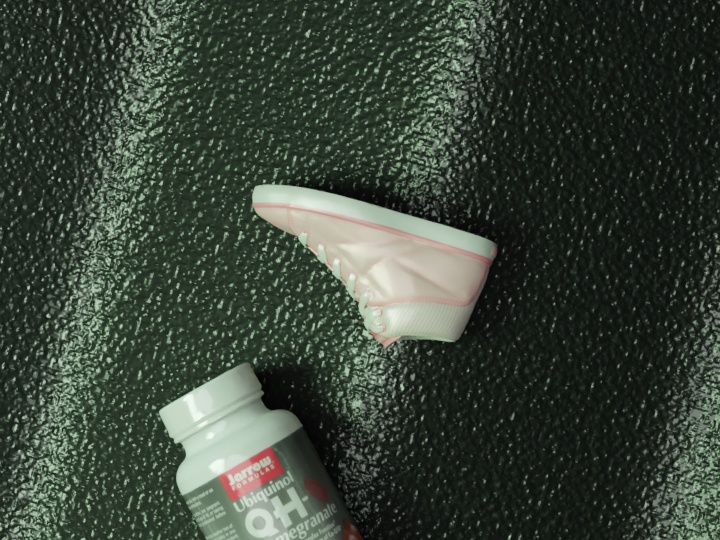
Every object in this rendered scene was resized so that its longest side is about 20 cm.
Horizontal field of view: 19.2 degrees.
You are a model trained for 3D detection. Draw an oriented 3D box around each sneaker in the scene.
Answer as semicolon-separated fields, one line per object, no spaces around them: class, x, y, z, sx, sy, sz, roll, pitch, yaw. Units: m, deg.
sneaker;0.000;0.000;1.672;0.199;0.075;0.106;17;89;2

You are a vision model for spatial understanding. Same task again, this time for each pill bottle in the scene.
pill bottle;-0.077;0.179;1.670;0.110;0.111;0.201;-29;88;7
